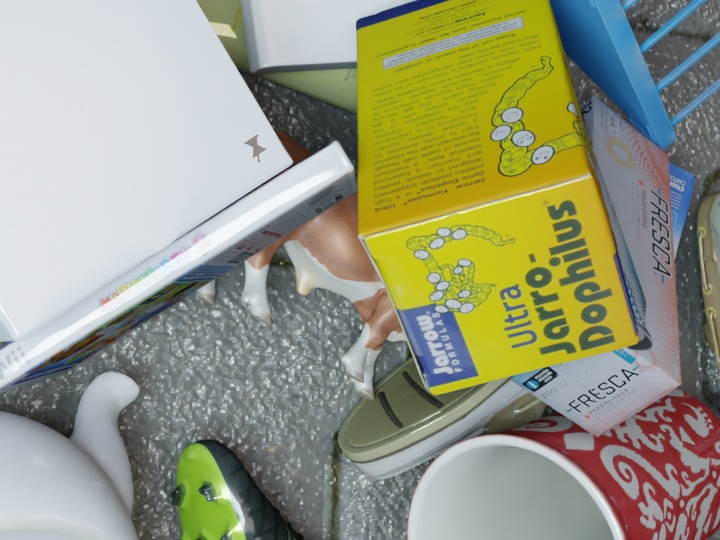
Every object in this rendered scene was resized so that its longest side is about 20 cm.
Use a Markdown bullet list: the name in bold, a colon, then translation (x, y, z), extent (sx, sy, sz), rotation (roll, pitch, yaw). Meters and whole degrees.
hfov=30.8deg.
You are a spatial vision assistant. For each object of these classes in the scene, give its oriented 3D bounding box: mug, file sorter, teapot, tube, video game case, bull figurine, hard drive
- **mug**: translation (0.125, 0.153, 0.781), extent (0.134, 0.178, 0.200), rotation (49, 32, 19)
- **file sorter**: translation (0.159, -0.193, 0.760), extent (0.123, 0.139, 0.200), rotation (-39, 149, 5)
- **teapot**: translation (-0.214, 0.139, 0.638), extent (0.200, 0.146, 0.198), rotation (21, 108, -45)
- **tube**: translation (-0.052, -0.141, 0.779), extent (0.199, 0.058, 0.052), rotation (21, 115, -19)
- **video game case**: translation (-0.090, 0.000, 0.664), extent (0.200, 0.143, 0.018), rotation (-32, 90, 1)
- **bull figurine**: translation (0.000, 0.000, 0.779), extent (0.200, 0.065, 0.122), rotation (31, 76, -9)
- **hard drive**: translation (-0.013, -0.218, 0.759), extent (0.131, 0.027, 0.201), rotation (-7, 89, -24)

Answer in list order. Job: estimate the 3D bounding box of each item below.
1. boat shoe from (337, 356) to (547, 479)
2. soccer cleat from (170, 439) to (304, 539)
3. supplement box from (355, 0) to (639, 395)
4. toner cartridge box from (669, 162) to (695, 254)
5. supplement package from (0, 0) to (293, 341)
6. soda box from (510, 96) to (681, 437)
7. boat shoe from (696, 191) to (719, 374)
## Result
- **boat shoe**: translation (0.082, 0.074, 0.809), extent (0.200, 0.075, 0.069), rotation (-32, 120, -9)
- **soccer cleat**: translation (-0.046, 0.182, 0.758), extent (0.081, 0.067, 0.201), rotation (-29, 100, -41)
- **supplement box**: translation (0.065, -0.053, 0.676), extent (0.109, 0.200, 0.109), rotation (-15, 129, 12)
- **toner cartridge box**: translation (0.120, -0.055, 0.854), extent (0.199, 0.043, 0.095), rotation (22, 79, -22)
- **supplement package**: translation (-0.163, -0.065, 0.639), extent (0.152, 0.200, 0.151), rotation (-35, 101, -23)
- **soda box**: translation (0.135, -0.008, 0.746), extent (0.068, 0.064, 0.200), rotation (33, 39, -19)
- **boat shoe**: translation (0.275, 0.037, 0.907), extent (0.074, 0.066, 0.201), rotation (-15, 106, -26)
